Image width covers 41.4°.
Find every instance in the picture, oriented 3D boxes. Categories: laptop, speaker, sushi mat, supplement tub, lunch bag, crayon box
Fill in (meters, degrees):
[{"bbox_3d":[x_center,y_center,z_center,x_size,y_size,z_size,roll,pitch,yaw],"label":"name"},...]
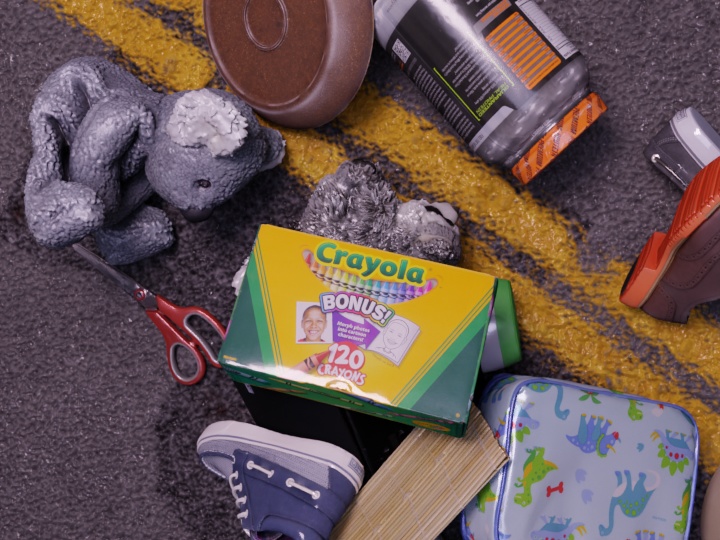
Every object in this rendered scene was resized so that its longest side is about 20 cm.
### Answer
[{"bbox_3d":[0.008,0.124,0.863,0.198,0.104,0.179,-28,132,-8],"label":"laptop"},{"bbox_3d":[0.044,0.060,0.868,0.197,0.088,0.090,-9,93,11],"label":"speaker"},{"bbox_3d":[0.039,0.192,0.795,0.012,0.096,0.201,30,107,-34],"label":"sushi mat"},{"bbox_3d":[0.111,-0.180,0.819,0.122,0.122,0.201,-41,87,10],"label":"supplement tub"},{"bbox_3d":[0.185,0.179,0.809,0.197,0.082,0.164,12,81,-19],"label":"lunch bag"},{"bbox_3d":[0.000,0.047,0.755,0.197,0.058,0.120,12,70,9],"label":"crayon box"}]

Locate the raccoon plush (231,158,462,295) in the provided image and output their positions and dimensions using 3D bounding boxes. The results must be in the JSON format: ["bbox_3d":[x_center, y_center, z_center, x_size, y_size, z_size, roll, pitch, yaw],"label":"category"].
[{"bbox_3d":[0.000,0.000,0.842,0.200,0.097,0.134,-45,57,8],"label":"raccoon plush"}]

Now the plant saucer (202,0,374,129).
[{"bbox_3d":[-0.075,-0.224,0.845,0.198,0.034,0.204,15,114,35],"label":"plant saucer"}]

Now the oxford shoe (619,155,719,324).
[{"bbox_3d":[0.287,-0.025,0.783,0.072,0.201,0.072,28,56,6],"label":"oxford shoe"}]

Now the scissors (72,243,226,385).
[{"bbox_3d":[-0.205,0.027,0.949,0.073,0.014,0.201,-41,85,13],"label":"scissors"}]

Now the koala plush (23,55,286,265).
[{"bbox_3d":[-0.174,-0.111,0.856,0.197,0.177,0.187,-5,83,14],"label":"koala plush"}]

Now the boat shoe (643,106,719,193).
[{"bbox_3d":[0.319,-0.044,0.823,0.066,0.070,0.201,-39,90,30],"label":"boat shoe"}]

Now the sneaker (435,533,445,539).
[{"bbox_3d":[0.067,0.284,0.863,0.073,0.080,0.201,-29,116,9],"label":"sneaker"}]

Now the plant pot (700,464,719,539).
[{"bbox_3d":[0.396,0.237,0.792,0.197,0.134,0.204,1,95,11],"label":"plant pot"}]

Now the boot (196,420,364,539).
[{"bbox_3d":[-0.094,0.197,0.861,0.198,0.091,0.073,-2,134,41],"label":"boot"}]
